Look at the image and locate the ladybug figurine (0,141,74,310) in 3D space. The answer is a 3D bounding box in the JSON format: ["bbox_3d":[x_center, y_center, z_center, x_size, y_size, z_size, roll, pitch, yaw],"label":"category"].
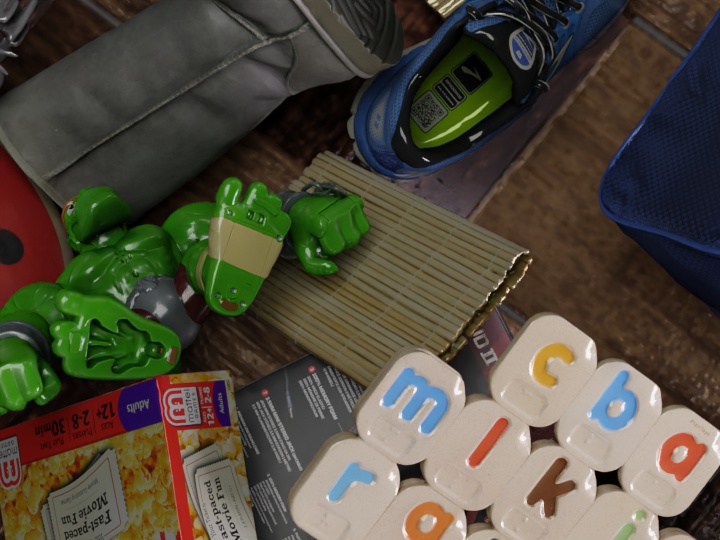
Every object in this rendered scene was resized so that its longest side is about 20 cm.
[{"bbox_3d":[-0.233,-0.022,1.335,0.200,0.072,0.136,35,82,13],"label":"ladybug figurine"}]

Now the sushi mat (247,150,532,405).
[{"bbox_3d":[0.000,0.000,1.268,0.096,0.012,0.200,-47,33,-9],"label":"sushi mat"}]

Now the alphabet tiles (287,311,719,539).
[{"bbox_3d":[0.069,0.124,1.203,0.200,0.015,0.196,35,95,-18],"label":"alphabet tiles"}]

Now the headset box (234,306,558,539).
[{"bbox_3d":[0.022,0.105,1.274,0.200,0.075,0.149,-27,75,-1],"label":"headset box"}]

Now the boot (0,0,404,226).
[{"bbox_3d":[-0.102,-0.120,1.275,0.200,0.073,0.182,-21,117,31],"label":"boot"}]

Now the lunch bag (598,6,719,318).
[{"bbox_3d":[0.232,-0.058,1.253,0.200,0.132,0.136,-53,35,-6],"label":"lunch bag"}]

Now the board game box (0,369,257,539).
[{"bbox_3d":[-0.104,0.160,1.233,0.046,0.151,0.201,-3,78,-39],"label":"board game box"}]

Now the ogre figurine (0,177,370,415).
[{"bbox_3d":[-0.106,0.010,1.263,0.200,0.120,0.098,-47,110,-15],"label":"ogre figurine"}]

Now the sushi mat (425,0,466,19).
[{"bbox_3d":[0.087,-0.226,1.372,0.200,0.012,0.096,-40,76,-4],"label":"sushi mat"}]

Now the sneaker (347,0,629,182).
[{"bbox_3d":[0.082,-0.118,1.305,0.079,0.089,0.200,43,88,-15],"label":"sneaker"}]

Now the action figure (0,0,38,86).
[{"bbox_3d":[-0.249,-0.126,1.319,0.200,0.069,0.130,23,51,34],"label":"action figure"}]
